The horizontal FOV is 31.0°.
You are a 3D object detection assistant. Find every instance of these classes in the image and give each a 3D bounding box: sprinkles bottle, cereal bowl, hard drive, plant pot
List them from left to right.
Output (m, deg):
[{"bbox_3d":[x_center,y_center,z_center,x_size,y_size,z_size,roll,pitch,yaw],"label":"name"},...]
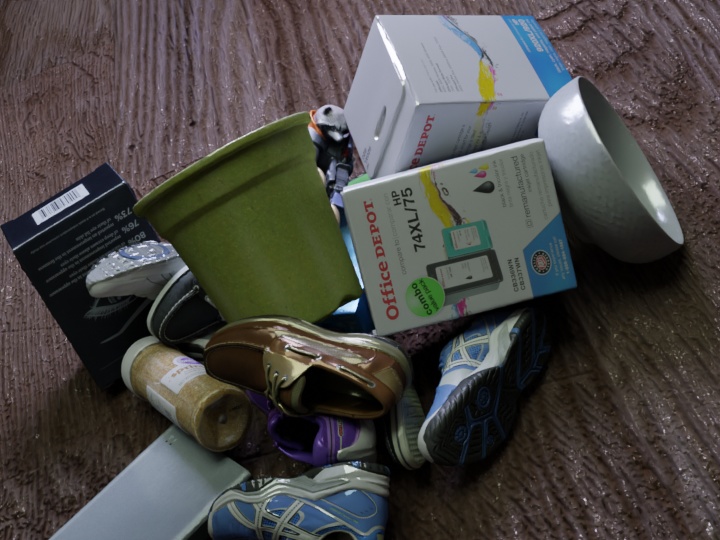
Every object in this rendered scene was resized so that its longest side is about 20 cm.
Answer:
[{"bbox_3d":[-0.213,0.250,1.272,0.200,0.033,0.139,-43,40,-23],"label":"hard drive"},{"bbox_3d":[-0.183,0.125,1.345,0.068,0.069,0.199,-39,29,-18],"label":"sprinkles bottle"},{"bbox_3d":[-0.095,-0.025,1.275,0.199,0.186,0.200,-28,1,1],"label":"plant pot"},{"bbox_3d":[0.238,-0.090,1.299,0.083,0.200,0.201,-31,33,21],"label":"cereal bowl"}]

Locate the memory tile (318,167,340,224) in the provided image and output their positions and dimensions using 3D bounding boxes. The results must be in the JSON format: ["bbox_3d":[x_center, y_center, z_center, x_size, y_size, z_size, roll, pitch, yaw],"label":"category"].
[{"bbox_3d":[-0.106,-0.051,1.476,0.200,0.017,0.155,-40,57,33],"label":"memory tile"}]

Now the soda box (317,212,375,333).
[{"bbox_3d":[0.000,0.000,1.422,0.067,0.065,0.201,-6,42,24],"label":"soda box"}]

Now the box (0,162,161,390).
[{"bbox_3d":[-0.291,0.006,1.472,0.147,0.202,0.104,-31,26,-11],"label":"box"}]

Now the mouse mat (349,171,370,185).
[{"bbox_3d":[-0.007,-0.048,1.543,0.159,0.008,0.201,-27,36,-1],"label":"mouse mat"}]

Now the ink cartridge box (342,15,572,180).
[{"bbox_3d":[0.105,-0.176,1.403,0.197,0.148,0.146,-4,50,-23],"label":"ink cartridge box"}]

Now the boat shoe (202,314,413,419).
[{"bbox_3d":[-0.053,0.092,1.178,0.197,0.076,0.074,4,35,19],"label":"boat shoe"}]

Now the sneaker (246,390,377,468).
[{"bbox_3d":[-0.062,0.132,1.236,0.083,0.082,0.199,-7,17,-31],"label":"sneaker"}]

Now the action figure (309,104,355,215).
[{"bbox_3d":[-0.069,-0.106,1.509,0.195,0.104,0.200,-58,13,19],"label":"action figure"}]

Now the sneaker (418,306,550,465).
[{"bbox_3d":[0.106,0.110,1.220,0.076,0.076,0.200,0,33,39],"label":"sneaker"}]

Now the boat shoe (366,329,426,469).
[{"bbox_3d":[0.022,0.129,1.253,0.062,0.075,0.201,-27,31,5],"label":"boat shoe"}]

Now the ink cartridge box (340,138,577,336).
[{"bbox_3d":[0.092,-0.034,1.279,0.197,0.149,0.146,-15,4,0],"label":"ink cartridge box"}]

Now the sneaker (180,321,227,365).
[{"bbox_3d":[-0.096,0.067,1.397,0.198,0.076,0.116,8,45,38],"label":"sneaker"}]

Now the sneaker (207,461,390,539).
[{"bbox_3d":[-0.061,0.228,1.173,0.198,0.075,0.078,-19,64,32],"label":"sneaker"}]

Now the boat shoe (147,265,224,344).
[{"bbox_3d":[-0.139,0.014,1.382,0.200,0.076,0.060,-42,46,-2],"label":"boat shoe"}]

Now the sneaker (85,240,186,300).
[{"bbox_3d":[-0.200,0.010,1.416,0.198,0.088,0.074,-10,23,-23],"label":"sneaker"}]
